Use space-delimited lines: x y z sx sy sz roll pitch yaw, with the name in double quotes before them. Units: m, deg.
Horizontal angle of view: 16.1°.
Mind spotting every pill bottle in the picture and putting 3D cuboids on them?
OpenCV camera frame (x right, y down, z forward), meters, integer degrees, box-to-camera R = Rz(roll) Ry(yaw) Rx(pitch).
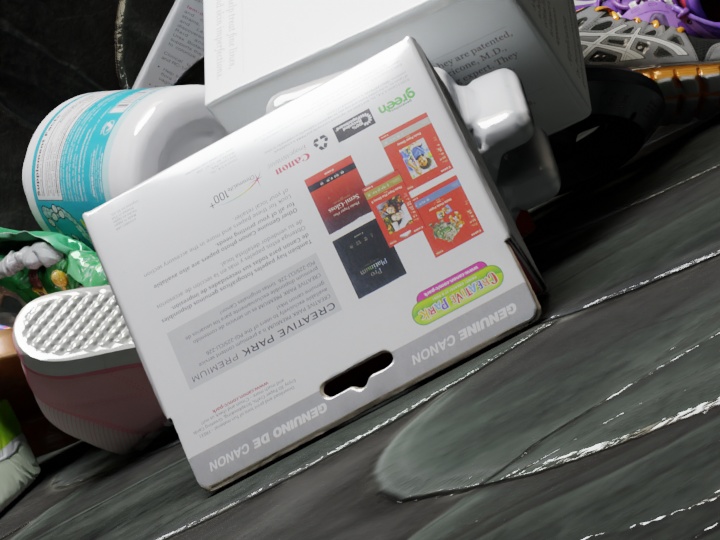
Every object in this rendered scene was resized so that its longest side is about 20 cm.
"pill bottle" -0.145 -0.061 1.637 0.111 0.111 0.200 -31 17 -27

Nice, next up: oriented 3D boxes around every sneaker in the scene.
"sneaker" 0.210 -0.183 1.753 0.199 0.081 0.083 -2 -25 15
"sneaker" -0.111 0.057 1.585 0.199 0.076 0.105 -5 -40 -3
"sneaker" 0.173 -0.141 1.706 0.199 0.077 0.078 -4 -22 -1

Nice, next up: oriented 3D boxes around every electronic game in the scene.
"electronic game" 0.102 -0.086 1.666 0.199 0.042 0.200 -11 -18 -4

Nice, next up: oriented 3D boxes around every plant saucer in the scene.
"plant saucer" -0.249 0.087 1.786 0.200 0.032 0.200 -16 -23 -7

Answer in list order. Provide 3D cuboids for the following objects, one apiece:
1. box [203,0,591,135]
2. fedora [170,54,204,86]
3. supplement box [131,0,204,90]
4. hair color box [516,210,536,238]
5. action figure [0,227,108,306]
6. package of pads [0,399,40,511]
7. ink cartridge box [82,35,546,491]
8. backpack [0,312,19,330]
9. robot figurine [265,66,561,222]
"box" 0.019 -0.161 1.556 0.200 0.131 0.199 -23 42 18
"fedora" -0.054 -0.070 1.729 0.200 0.201 0.092 -27 8 13
"supplement box" -0.092 -0.166 1.839 0.200 0.103 0.101 -59 8 46
"hair color box" 0.000 0.000 1.625 0.200 0.064 0.111 -24 5 34
"action figure" -0.209 0.004 1.657 0.200 0.118 0.055 -3 57 57
"package of pads" -0.312 0.163 1.681 0.154 0.068 0.200 -26 4 14
"ink cartridge box" -0.016 0.009 1.320 0.200 0.176 0.084 -28 -26 7
"backpack" -0.325 0.113 1.938 0.167 0.127 0.200 -21 12 38
"robot figurine" 0.011 -0.041 1.443 0.199 0.170 0.113 -24 27 9
